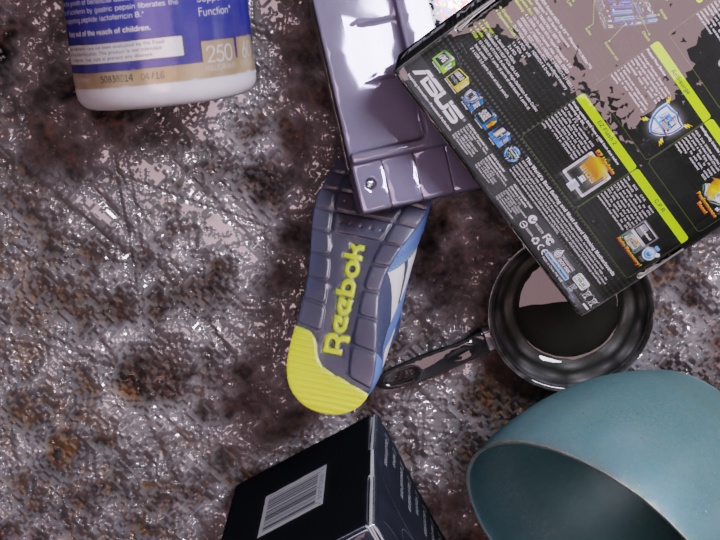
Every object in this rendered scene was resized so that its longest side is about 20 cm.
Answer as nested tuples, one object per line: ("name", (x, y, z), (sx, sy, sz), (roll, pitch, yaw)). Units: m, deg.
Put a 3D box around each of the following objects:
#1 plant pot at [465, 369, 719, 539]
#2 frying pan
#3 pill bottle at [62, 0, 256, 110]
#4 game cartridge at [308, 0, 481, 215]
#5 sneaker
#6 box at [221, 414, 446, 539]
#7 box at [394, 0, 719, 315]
("plant pot", (0.190, 0.145, 0.883), (0.135, 0.200, 0.200), (-44, 102, -29))
("frying pan", (0.118, 0.052, 0.925), (0.190, 0.031, 0.115), (-42, 99, 11))
("pill bottle", (-0.132, -0.205, 0.823), (0.116, 0.116, 0.200), (-6, 103, 1))
("game cartridge", (0.039, -0.146, 0.852), (0.130, 0.038, 0.200), (-13, 91, -4))
("sneaker", (0.000, 0.000, 0.897), (0.074, 0.082, 0.200), (17, 82, 10))
("box", (0.004, 0.233, 0.877), (0.124, 0.200, 0.197), (-29, 101, 7))
("box", (0.154, -0.103, 0.800), (0.193, 0.048, 0.200), (-36, 104, 15))
